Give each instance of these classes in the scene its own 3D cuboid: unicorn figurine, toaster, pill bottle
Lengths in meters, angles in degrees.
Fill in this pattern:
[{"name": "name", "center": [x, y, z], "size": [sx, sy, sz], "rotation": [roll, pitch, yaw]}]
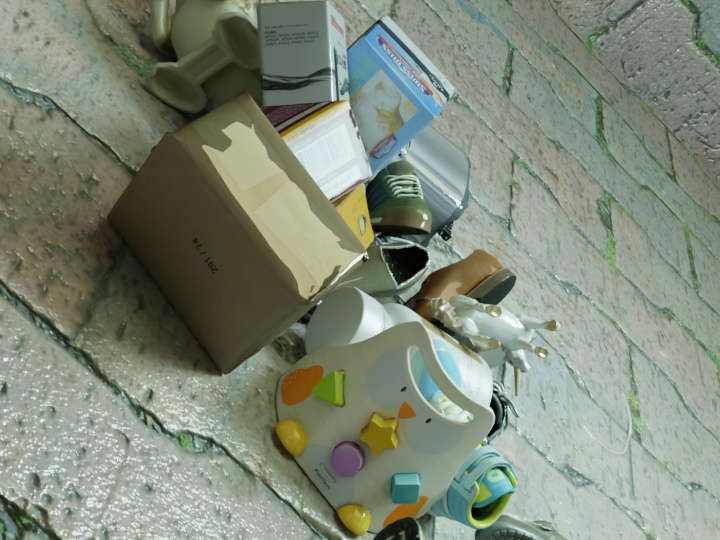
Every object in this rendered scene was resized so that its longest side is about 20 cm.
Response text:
[{"name": "unicorn figurine", "center": [0.158, 0.070, 1.675], "size": [0.200, 0.074, 0.137], "rotation": [36, -11, -23]}, {"name": "toaster", "center": [0.068, -0.121, 1.966], "size": [0.129, 0.114, 0.200], "rotation": [39, 29, -17]}, {"name": "pill bottle", "center": [0.040, 0.101, 1.597], "size": [0.200, 0.114, 0.115], "rotation": [34, 29, -34]}]

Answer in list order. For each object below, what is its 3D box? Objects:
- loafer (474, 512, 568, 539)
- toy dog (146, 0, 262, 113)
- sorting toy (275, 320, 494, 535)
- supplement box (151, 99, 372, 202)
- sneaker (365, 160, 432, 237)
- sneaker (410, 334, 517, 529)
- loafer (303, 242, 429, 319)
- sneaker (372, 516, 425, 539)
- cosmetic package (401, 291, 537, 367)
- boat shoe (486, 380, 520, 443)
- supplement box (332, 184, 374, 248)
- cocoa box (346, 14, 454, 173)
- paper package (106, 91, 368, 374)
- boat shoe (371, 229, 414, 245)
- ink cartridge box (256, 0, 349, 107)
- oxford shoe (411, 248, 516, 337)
[{"name": "loafer", "center": [0.185, 0.311, 1.629], "size": [0.200, 0.075, 0.070], "rotation": [36, 16, -40]}, {"name": "toy dog", "center": [-0.161, -0.280, 1.753], "size": [0.193, 0.139, 0.201], "rotation": [33, 28, -36]}, {"name": "sorting toy", "center": [0.030, 0.144, 1.440], "size": [0.200, 0.180, 0.107], "rotation": [51, 24, 0]}, {"name": "supplement box", "center": [-0.101, -0.108, 1.495], "size": [0.110, 0.199, 0.086], "rotation": [-34, 114, -37]}, {"name": "sneaker", "center": [0.041, -0.089, 1.783], "size": [0.067, 0.091, 0.200], "rotation": [11, -3, -13]}, {"name": "sneaker", "center": [0.106, 0.169, 1.509], "size": [0.079, 0.130, 0.202], "rotation": [-19, 109, -28]}, {"name": "loafer", "center": [0.000, 0.000, 1.649], "size": [0.199, 0.070, 0.076], "rotation": [-18, 80, -43]}, {"name": "sneaker", "center": [0.050, 0.325, 1.376], "size": [0.089, 0.077, 0.201], "rotation": [48, 26, -41]}, {"name": "cosmetic package", "center": [0.135, 0.069, 1.863], "size": [0.104, 0.073, 0.200], "rotation": [57, 26, 13]}, {"name": "boat shoe", "center": [0.146, 0.164, 1.753], "size": [0.074, 0.068, 0.199], "rotation": [53, 24, 3]}, {"name": "supplement box", "center": [-0.033, -0.043, 1.542], "size": [0.200, 0.068, 0.067], "rotation": [-47, 128, -75]}, {"name": "cocoa box", "center": [-0.006, -0.189, 1.816], "size": [0.133, 0.200, 0.131], "rotation": [47, 24, -6]}, {"name": "paper package", "center": [-0.119, -0.032, 1.396], "size": [0.103, 0.191, 0.200], "rotation": [-35, 86, -38]}, {"name": "boat shoe", "center": [0.011, -0.018, 1.768], "size": [0.199, 0.068, 0.072], "rotation": [18, 40, -52]}, {"name": "ink cartridge box", "center": [-0.060, -0.192, 1.662], "size": [0.144, 0.083, 0.202], "rotation": [-12, 98, -83]}, {"name": "oxford shoe", "center": [0.086, 0.043, 1.733], "size": [0.199, 0.072, 0.071], "rotation": [-33, 65, -25]}]
